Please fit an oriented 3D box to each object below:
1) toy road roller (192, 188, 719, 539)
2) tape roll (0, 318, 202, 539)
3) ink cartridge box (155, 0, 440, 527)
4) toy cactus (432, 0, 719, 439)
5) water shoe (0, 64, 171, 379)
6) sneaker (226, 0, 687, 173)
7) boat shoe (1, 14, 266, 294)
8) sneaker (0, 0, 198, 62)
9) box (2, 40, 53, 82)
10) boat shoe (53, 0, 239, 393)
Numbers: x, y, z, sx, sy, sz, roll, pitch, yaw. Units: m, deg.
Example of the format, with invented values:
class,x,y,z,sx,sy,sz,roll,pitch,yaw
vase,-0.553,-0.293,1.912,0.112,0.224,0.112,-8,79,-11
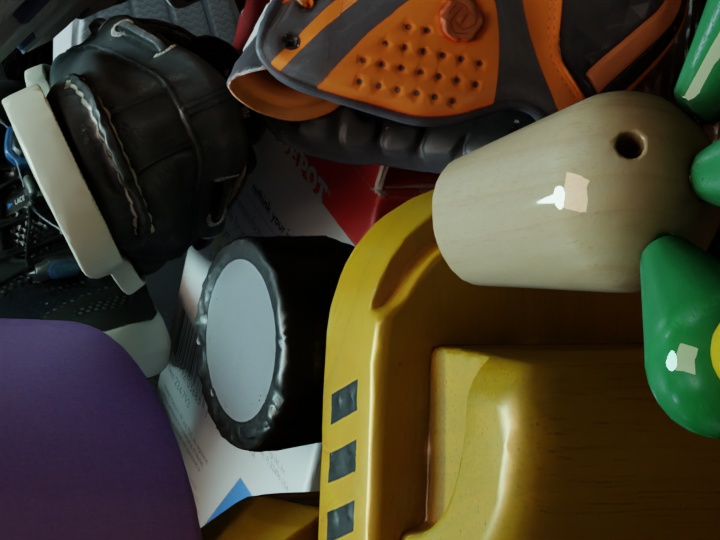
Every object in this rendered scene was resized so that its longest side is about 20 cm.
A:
class,x,y,z,sx,sy,sz,roll,pitch,yaw
toy road roller,0.036,0.077,0.755,0.146,0.122,0.201,7,96,63
tape roll,-0.113,0.113,0.829,0.200,0.065,0.201,-6,83,60
ink cartridge box,0.000,0.000,0.884,0.116,0.067,0.201,54,137,51
toy cactus,0.093,-0.023,0.652,0.164,0.102,0.201,-9,67,42
water shoe,-0.120,-0.019,0.968,0.200,0.071,0.079,-143,46,-59
sneaker,-0.014,-0.102,0.757,0.200,0.112,0.078,38,170,10
boat shoe,-0.058,-0.040,0.848,0.075,0.066,0.199,64,180,1
sneaker,-0.085,-0.137,0.887,0.080,0.199,0.115,-35,85,35
box,-0.172,-0.050,1.128,0.051,0.158,0.201,30,127,15
boat shoe,-0.076,-0.025,1.030,0.062,0.072,0.201,-18,77,59
